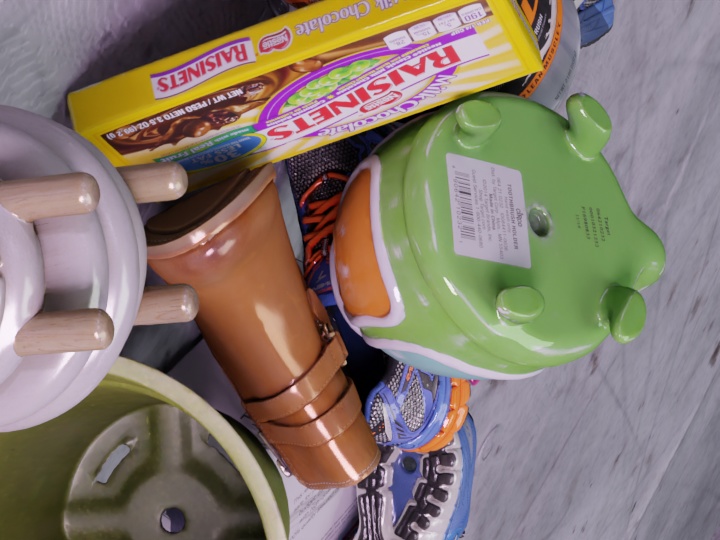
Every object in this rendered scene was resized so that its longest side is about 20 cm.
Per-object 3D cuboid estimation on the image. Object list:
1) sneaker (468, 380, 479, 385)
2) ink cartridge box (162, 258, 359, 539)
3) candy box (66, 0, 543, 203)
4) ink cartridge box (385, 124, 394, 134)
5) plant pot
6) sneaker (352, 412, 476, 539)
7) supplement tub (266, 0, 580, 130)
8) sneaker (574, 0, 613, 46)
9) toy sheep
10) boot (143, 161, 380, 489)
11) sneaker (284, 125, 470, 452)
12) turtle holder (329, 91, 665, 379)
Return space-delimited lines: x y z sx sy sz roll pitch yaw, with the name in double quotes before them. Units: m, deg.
"sneaker" 0.075 -0.023 1.377 0.088 0.081 0.201 -43 151 -75
"ink cartridge box" -0.053 0.115 1.202 0.145 0.084 0.201 -45 153 -44
"candy box" -0.022 -0.086 0.937 0.102 0.199 0.027 41 32 -68
"ink cartridge box" 0.060 -0.059 1.231 0.050 0.109 0.200 -51 163 13
"plant pot" -0.112 0.131 0.976 0.190 0.199 0.201 -8 122 -81
"sneaker" 0.028 0.169 1.234 0.089 0.078 0.201 -14 127 -63
"supplement tub" 0.028 -0.141 1.033 0.123 0.122 0.200 -63 152 -3
"sneaker" 0.098 -0.165 1.267 0.200 0.075 0.079 -46 141 -54
"toy sheep" -0.142 -0.001 0.783 0.139 0.137 0.200 -67 166 7
"boot" -0.039 0.033 0.978 0.073 0.155 0.200 -26 180 2
"sneaker" 0.000 0.000 1.098 0.075 0.201 0.078 -26 167 33
"turtle holder" 0.067 -0.017 1.035 0.131 0.142 0.185 -24 -176 45
